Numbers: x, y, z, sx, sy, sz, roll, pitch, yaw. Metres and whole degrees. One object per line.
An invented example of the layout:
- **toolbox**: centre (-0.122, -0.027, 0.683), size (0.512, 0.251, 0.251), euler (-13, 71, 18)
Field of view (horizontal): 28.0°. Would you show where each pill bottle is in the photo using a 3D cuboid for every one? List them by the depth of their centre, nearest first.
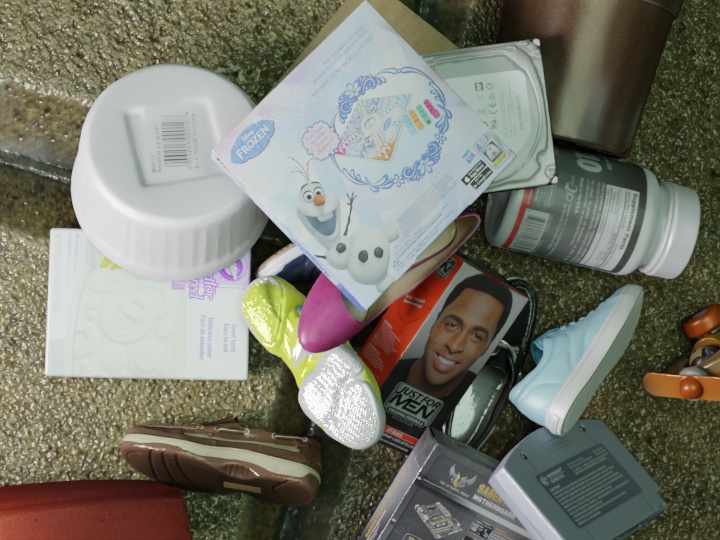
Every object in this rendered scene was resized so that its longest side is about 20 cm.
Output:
- **pill bottle**: centre (0.236, -0.060, 1.480), size (0.198, 0.114, 0.115), euler (13, 86, -9)

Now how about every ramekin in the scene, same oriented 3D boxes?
- **ramekin**: centre (-0.178, -0.101, 1.391), size (0.199, 0.098, 0.202), euler (4, 66, -8)

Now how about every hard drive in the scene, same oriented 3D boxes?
- **hard drive**: centre (0.080, -0.137, 1.364), size (0.198, 0.038, 0.141), euler (-7, 91, -1)

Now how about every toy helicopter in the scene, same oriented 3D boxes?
- **toy helicopter**: centre (0.373, 0.088, 1.452), size (0.132, 0.200, 0.079), euler (-31, 93, -26)

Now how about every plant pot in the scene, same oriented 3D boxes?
- **plant pot**: centre (-0.249, 0.289, 1.360), size (0.175, 0.200, 0.202), euler (-13, 90, -20)
- **plant pot**: centre (0.218, -0.224, 1.451), size (0.199, 0.200, 0.200), euler (13, 93, -8)

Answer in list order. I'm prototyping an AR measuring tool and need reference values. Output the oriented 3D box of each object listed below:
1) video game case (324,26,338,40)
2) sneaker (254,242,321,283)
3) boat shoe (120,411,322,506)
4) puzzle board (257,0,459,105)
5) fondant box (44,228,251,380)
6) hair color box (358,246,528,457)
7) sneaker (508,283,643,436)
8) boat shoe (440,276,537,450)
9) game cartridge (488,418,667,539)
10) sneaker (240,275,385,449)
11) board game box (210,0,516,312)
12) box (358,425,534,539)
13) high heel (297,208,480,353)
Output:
- **video game case**: centre (-0.004, -0.103, 1.400), size (0.200, 0.023, 0.183), euler (45, 63, -23)
- **sneaker**: centre (0.000, 0.000, 1.463), size (0.199, 0.070, 0.109), euler (-25, 90, -12)
- **boat shoe**: centre (-0.136, 0.179, 1.445), size (0.201, 0.075, 0.075), euler (14, 52, -2)
- **puzzle board**: centre (0.002, -0.182, 1.482), size (0.150, 0.017, 0.200), euler (38, 80, 4)
- **fondant box**: centre (-0.210, 0.034, 1.435), size (0.198, 0.058, 0.146), euler (2, 87, -10)
- **hair color box**: centre (0.066, 0.080, 1.432), size (0.101, 0.061, 0.201), euler (27, 100, -36)
- **sneaker**: centre (0.221, 0.075, 1.482), size (0.082, 0.074, 0.200), euler (27, 54, 21)
- **boat shoe**: centre (0.132, 0.100, 1.484), size (0.074, 0.060, 0.201), euler (31, 84, -9)
- **game cartridge**: centre (0.214, 0.215, 1.433), size (0.134, 0.199, 0.041), euler (53, 125, 18)
- **sneaker**: centre (-0.032, 0.086, 1.408), size (0.076, 0.105, 0.201), euler (-40, 73, 12)
- **board game box**: centre (0.003, -0.103, 1.310), size (0.200, 0.043, 0.199), euler (-45, 93, -8)
- **box**: centre (0.114, 0.270, 1.450), size (0.199, 0.048, 0.159), euler (27, 100, -14)
- **high heel**: centre (0.028, 0.007, 1.340), size (0.200, 0.096, 0.068), euler (-38, 108, -31)
